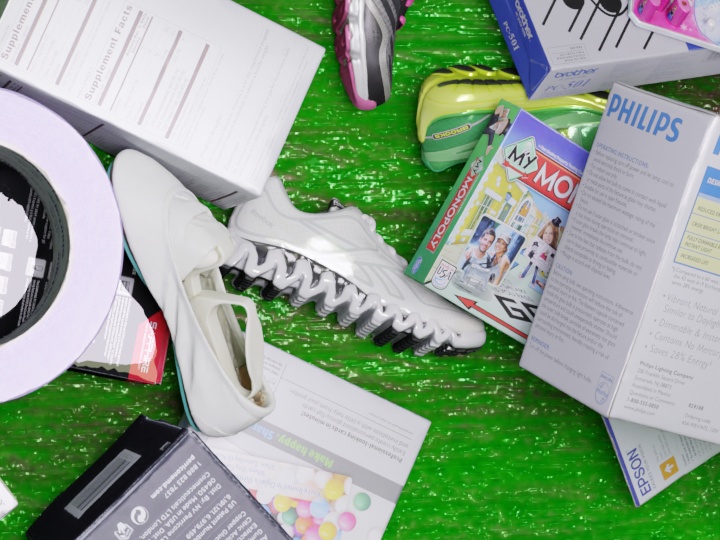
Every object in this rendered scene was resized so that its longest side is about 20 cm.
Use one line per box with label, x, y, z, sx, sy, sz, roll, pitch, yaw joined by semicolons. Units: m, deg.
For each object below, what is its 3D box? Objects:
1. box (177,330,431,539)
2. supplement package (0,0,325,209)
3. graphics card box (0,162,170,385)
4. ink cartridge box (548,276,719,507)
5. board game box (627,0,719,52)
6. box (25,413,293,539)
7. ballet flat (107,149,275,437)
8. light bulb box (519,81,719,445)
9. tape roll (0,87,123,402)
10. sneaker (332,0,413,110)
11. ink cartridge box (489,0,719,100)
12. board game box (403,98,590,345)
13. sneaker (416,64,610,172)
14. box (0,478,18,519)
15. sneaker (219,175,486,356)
box;-0.063;0.161;1.741;0.155;0.041;0.201;26;84;-12
supplement package;-0.143;-0.134;1.686;0.199;0.114;0.110;26;80;-14
graphics card box;-0.219;-0.003;1.698;0.198;0.051;0.127;11;87;-15
ink cartridge box;0.230;0.030;1.784;0.199;0.043;0.197;-30;118;-15
board game box;0.286;-0.231;1.801;0.199;0.026;0.201;16;59;-14
box;-0.095;0.203;1.610;0.117;0.197;0.200;-44;98;-10
ballet flat;-0.101;0.011;1.668;0.069;0.069;0.201;-21;104;-14
light bulb box;0.238;0.005;1.683;0.197;0.125;0.201;15;97;-30
tape roll;-0.252;-0.015;1.621;0.198;0.085;0.202;1;88;-15
sneaker;0.030;-0.208;1.753;0.087;0.074;0.202;5;83;-8
ink cartridge box;0.193;-0.179;1.777;0.199;0.044;0.095;-10;67;-26
board game box;0.138;-0.011;1.758;0.199;0.029;0.135;29;91;-34
sneaker;0.128;-0.094;1.789;0.198;0.074;0.084;5;114;-18
box;-0.290;0.168;1.599;0.144;0.200;0.036;-39;102;-12
sneaker;0.000;0.000;1.747;0.199;0.075;0.082;23;75;-13
